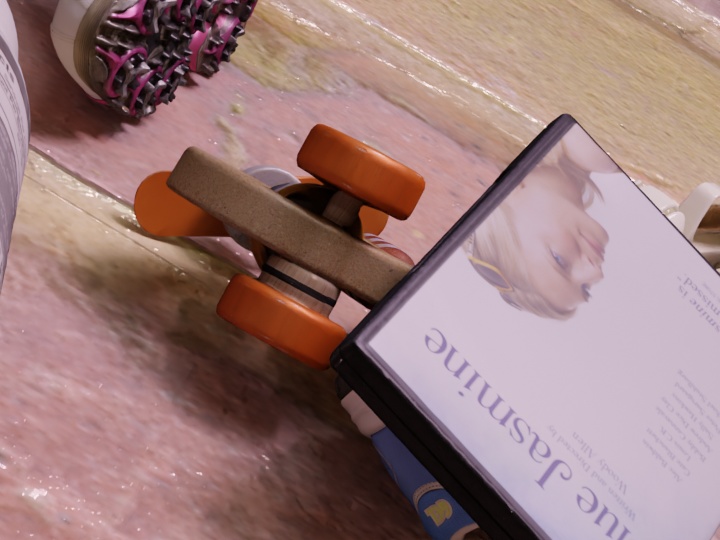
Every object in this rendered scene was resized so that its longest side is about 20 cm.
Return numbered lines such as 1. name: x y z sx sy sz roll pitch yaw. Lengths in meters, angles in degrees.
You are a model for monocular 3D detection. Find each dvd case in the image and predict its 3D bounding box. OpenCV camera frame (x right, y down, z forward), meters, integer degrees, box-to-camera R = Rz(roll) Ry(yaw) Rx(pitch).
1. dvd case: 0.082 0.035 0.895 0.143 0.018 0.200 47 37 -2

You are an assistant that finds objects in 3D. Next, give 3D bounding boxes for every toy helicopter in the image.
1. toy helicopter: 0.000 0.000 0.969 0.132 0.079 0.200 27 -1 45

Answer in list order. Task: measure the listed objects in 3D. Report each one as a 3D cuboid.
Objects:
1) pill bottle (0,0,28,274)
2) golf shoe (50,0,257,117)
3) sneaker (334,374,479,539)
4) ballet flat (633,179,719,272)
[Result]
1. pill bottle: -0.160 -0.029 0.756 0.114 0.114 0.200 25 25 -15
2. golf shoe: -0.105 -0.117 1.067 0.092 0.073 0.200 27 14 4
3. sneaker: 0.074 0.067 0.938 0.200 0.076 0.077 2 57 -45
4. ballet flat: 0.135 -0.013 1.149 0.200 0.070 0.069 -1 40 -50
